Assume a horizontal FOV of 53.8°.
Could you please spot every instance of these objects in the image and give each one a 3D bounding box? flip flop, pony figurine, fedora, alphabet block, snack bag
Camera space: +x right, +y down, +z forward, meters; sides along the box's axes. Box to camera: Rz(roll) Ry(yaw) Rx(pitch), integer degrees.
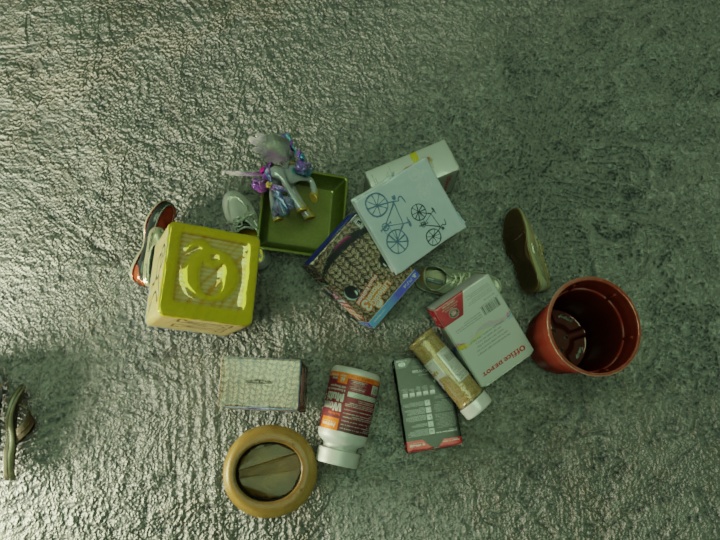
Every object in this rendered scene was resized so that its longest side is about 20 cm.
[{"bbox_3d":[-0.731,0.347,1.523,0.057,0.081,0.202,3,78,-17],"label":"flip flop"},{"bbox_3d":[-0.180,-0.208,1.539,0.166,0.192,0.202,-29,77,38],"label":"pony figurine"},{"bbox_3d":[-0.189,0.423,1.501,0.198,0.082,0.203,0,77,0],"label":"fedora"},{"bbox_3d":[-0.337,0.025,1.501,0.194,0.200,0.198,8,77,-22],"label":"alphabet block"},{"bbox_3d":[0.106,-0.122,1.523,0.199,0.021,0.190,-34,99,-9],"label":"snack bag"}]

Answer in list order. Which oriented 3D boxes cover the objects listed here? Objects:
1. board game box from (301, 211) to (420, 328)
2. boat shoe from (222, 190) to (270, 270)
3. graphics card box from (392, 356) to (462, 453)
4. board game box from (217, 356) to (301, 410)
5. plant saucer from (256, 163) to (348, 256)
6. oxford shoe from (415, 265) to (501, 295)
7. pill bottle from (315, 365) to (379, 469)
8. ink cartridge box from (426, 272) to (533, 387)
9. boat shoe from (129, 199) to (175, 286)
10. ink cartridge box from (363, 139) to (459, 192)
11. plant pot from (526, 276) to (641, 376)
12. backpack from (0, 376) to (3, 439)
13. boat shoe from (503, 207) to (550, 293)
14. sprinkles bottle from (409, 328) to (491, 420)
[{"bbox_3d":[0.000,0.000,1.561,0.200,0.097,0.160,43,80,-10],"label":"board game box"},{"bbox_3d":[-0.265,-0.099,1.614,0.074,0.086,0.204,-21,79,-5],"label":"boat shoe"},{"bbox_3d":[0.144,0.287,1.549,0.124,0.051,0.202,-9,79,-3],"label":"graphics card box"},{"bbox_3d":[-0.197,0.240,1.474,0.157,0.200,0.098,3,77,0],"label":"board game box"},{"bbox_3d":[-0.134,-0.128,1.623,0.198,0.048,0.202,8,76,-14],"label":"plant saucer"},{"bbox_3d":[0.222,0.029,1.604,0.198,0.058,0.076,9,75,0],"label":"oxford shoe"},{"bbox_3d":[-0.030,0.312,1.513,0.108,0.110,0.202,13,77,3],"label":"pill bottle"},{"bbox_3d":[0.259,0.129,1.545,0.145,0.083,0.201,-33,96,-7],"label":"ink cartridge box"},{"bbox_3d":[-0.459,-0.060,1.606,0.062,0.071,0.202,14,81,36],"label":"boat shoe"},{"bbox_3d":[0.112,-0.201,1.610,0.198,0.145,0.084,-23,78,-6],"label":"ink cartridge box"},{"bbox_3d":[0.453,0.135,1.503,0.198,0.195,0.203,2,75,-8],"label":"plant pot"},{"bbox_3d":[-0.864,0.281,1.502,0.198,0.154,0.192,9,67,5],"label":"backpack"},{"bbox_3d":[0.384,-0.046,1.622,0.064,0.072,0.202,-1,69,-37],"label":"boat shoe"},{"bbox_3d":[0.190,0.219,1.507,0.068,0.068,0.200,-38,82,-8],"label":"sprinkles bottle"}]
